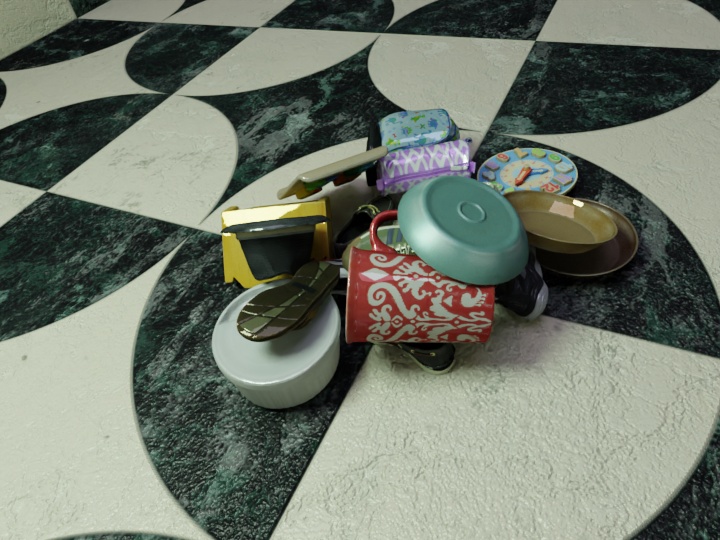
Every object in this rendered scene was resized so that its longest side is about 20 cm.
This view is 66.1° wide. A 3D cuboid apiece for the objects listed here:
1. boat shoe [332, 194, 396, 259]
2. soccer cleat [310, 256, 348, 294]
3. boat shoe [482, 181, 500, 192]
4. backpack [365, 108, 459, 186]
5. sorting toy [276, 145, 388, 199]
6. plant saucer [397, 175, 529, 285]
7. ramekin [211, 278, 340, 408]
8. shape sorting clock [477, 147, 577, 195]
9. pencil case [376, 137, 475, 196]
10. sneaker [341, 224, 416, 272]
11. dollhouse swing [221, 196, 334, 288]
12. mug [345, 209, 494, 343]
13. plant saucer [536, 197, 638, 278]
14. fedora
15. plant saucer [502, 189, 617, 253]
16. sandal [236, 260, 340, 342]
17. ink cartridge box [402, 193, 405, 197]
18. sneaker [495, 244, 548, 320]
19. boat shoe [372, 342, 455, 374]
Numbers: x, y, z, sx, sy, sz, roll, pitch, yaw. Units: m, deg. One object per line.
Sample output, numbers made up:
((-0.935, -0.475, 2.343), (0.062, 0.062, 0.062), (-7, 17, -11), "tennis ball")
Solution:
((0.012, -0.086, 1.053), (0.070, 0.061, 0.202), (15, 49, 25), "boat shoe")
((0.000, 0.000, 0.949), (0.196, 0.069, 0.086), (-18, 56, -21), "soccer cleat")
((0.153, -0.097, 0.859), (0.198, 0.063, 0.071), (-33, 45, -31), "boat shoe")
((0.113, -0.261, 1.170), (0.194, 0.156, 0.166), (7, 45, -3), "backpack")
((-0.057, -0.180, 1.067), (0.182, 0.037, 0.199), (-24, 7, -22), "sorting toy")
((0.149, -0.070, 0.768), (0.195, 0.036, 0.203), (9, 49, -10), "plant saucer")
((-0.120, 0.115, 0.849), (0.197, 0.096, 0.205), (-6, 44, 6), "ramekin")
((0.334, -0.195, 1.115), (0.194, 0.040, 0.203), (-6, 44, 5), "shape sorting clock")
((0.125, -0.197, 1.080), (0.195, 0.085, 0.086), (-11, 39, 3), "pencil case")
((0.073, -0.034, 0.886), (0.196, 0.069, 0.090), (-18, 23, -19), "sneaker")
((-0.146, -0.059, 1.078), (0.194, 0.176, 0.187), (-5, 84, 5), "dollhouse swing")
((0.081, 0.020, 0.767), (0.194, 0.182, 0.134), (4, 21, 2), "mug")
((0.372, -0.051, 0.960), (0.195, 0.037, 0.203), (-6, 43, 6), "plant saucer")
((-0.131, -0.035, 0.892), (0.195, 0.094, 0.201), (-7, 5, 1), "fedora")
((0.318, -0.077, 0.916), (0.195, 0.036, 0.202), (6, 30, -3), "plant saucer")
((-0.097, 0.050, 0.809), (0.080, 0.056, 0.200), (20, 37, 21), "sandal")
((0.155, -0.117, 1.056), (0.144, 0.078, 0.200), (-6, 9, 6), "ink cartridge box")
((0.227, -0.019, 0.896), (0.112, 0.076, 0.203), (18, 41, -24), "sneaker")
((0.060, 0.087, 0.866), (0.199, 0.064, 0.074), (27, 57, 35), "boat shoe")
